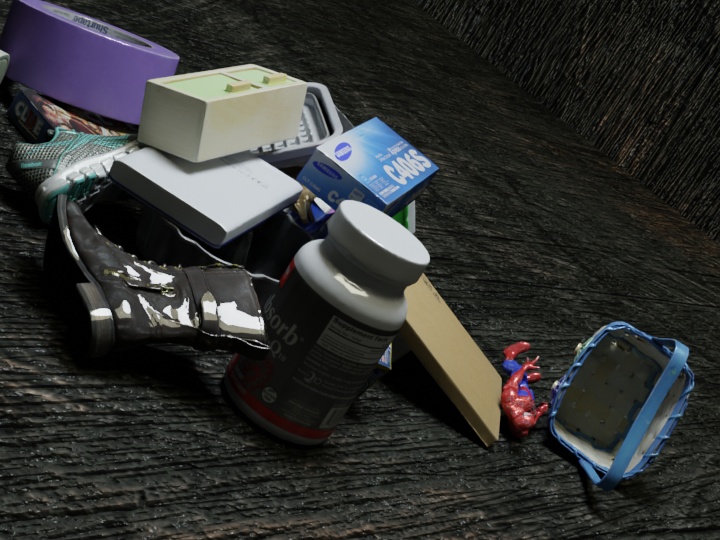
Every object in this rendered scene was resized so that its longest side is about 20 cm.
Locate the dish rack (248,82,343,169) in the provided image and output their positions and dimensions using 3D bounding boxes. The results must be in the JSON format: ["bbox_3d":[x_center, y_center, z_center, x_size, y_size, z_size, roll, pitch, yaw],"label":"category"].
[{"bbox_3d":[-0.123,-0.149,1.644,0.198,0.044,0.172,-12,30,-5],"label":"dish rack"}]

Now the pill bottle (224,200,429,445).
[{"bbox_3d":[-0.029,0.046,1.301,0.115,0.201,0.116,29,18,-10],"label":"pill bottle"}]

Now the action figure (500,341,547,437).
[{"bbox_3d":[0.185,0.138,1.654,0.200,0.051,0.066,-64,139,-70],"label":"action figure"}]

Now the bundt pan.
[{"bbox_3d":[-0.138,-0.016,1.460,0.200,0.076,0.202,26,21,-11],"label":"bundt pan"}]

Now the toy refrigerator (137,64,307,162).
[{"bbox_3d":[-0.138,-0.168,1.501,0.075,0.071,0.200,21,20,23],"label":"toy refrigerator"}]

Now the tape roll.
[{"bbox_3d":[-0.313,-0.240,1.664,0.198,0.086,0.200,22,10,-4],"label":"tape roll"}]

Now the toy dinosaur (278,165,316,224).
[{"bbox_3d":[-0.054,-0.108,1.637,0.100,0.059,0.200,1,20,-13],"label":"toy dinosaur"}]

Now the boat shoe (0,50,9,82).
[{"bbox_3d":[-0.426,-0.208,1.495,0.060,0.072,0.201,29,11,1],"label":"boat shoe"}]

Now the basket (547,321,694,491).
[{"bbox_3d":[0.291,0.151,1.632,0.138,0.177,0.200,31,-1,-10],"label":"basket"}]

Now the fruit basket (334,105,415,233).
[{"bbox_3d":[-0.004,-0.109,1.804,0.093,0.187,0.200,-15,39,-15],"label":"fruit basket"}]

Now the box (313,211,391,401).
[{"bbox_3d":[-0.010,0.027,1.475,0.064,0.070,0.201,26,43,-23],"label":"box"}]

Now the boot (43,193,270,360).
[{"bbox_3d":[-0.180,0.010,1.281,0.173,0.070,0.201,-2,45,-29],"label":"boot"}]

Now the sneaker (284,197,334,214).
[{"bbox_3d":[-0.098,-0.051,1.675,0.099,0.076,0.200,19,13,22],"label":"sneaker"}]

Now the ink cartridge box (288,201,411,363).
[{"bbox_3d":[0.000,0.000,1.613,0.201,0.039,0.099,52,25,-4],"label":"ink cartridge box"}]

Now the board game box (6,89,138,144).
[{"bbox_3d":[-0.275,-0.133,1.607,0.135,0.035,0.199,45,21,31],"label":"board game box"}]

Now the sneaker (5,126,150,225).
[{"bbox_3d":[-0.273,-0.114,1.451,0.091,0.078,0.200,39,28,13],"label":"sneaker"}]

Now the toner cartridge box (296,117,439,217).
[{"bbox_3d":[0.011,-0.103,1.537,0.095,0.043,0.200,38,23,5],"label":"toner cartridge box"}]

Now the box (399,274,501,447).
[{"bbox_3d":[0.089,0.079,1.587,0.201,0.021,0.164,53,17,-12],"label":"box"}]

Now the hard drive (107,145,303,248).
[{"bbox_3d":[-0.150,-0.088,1.459,0.131,0.026,0.200,32,23,9],"label":"hard drive"}]
